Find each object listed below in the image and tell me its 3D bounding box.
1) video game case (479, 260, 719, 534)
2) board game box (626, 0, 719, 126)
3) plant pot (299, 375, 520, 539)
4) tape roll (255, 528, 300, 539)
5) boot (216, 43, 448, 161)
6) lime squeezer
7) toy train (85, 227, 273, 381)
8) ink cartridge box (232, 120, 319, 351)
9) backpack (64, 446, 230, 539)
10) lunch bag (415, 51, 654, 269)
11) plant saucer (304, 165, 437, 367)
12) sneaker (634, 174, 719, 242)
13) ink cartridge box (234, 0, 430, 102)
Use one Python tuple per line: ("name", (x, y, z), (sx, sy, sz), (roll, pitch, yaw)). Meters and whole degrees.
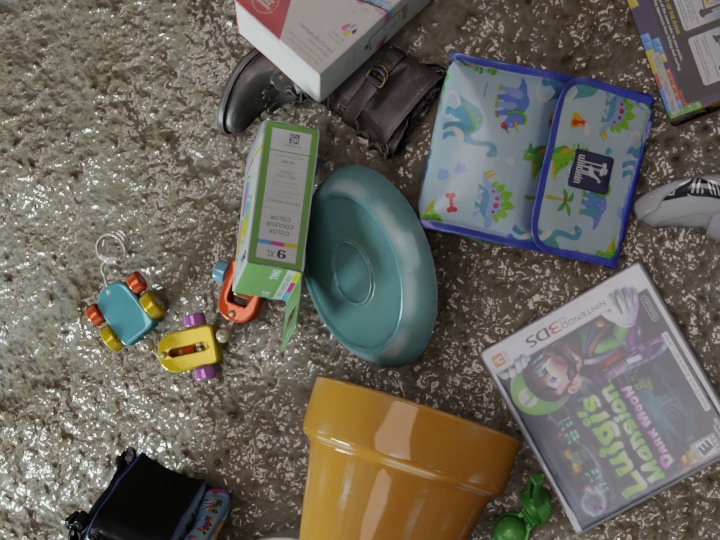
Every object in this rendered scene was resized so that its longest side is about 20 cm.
("video game case", (0.237, 0.121, 1.535), (0.182, 0.023, 0.200), (-31, 80, 15))
("board game box", (0.333, -0.256, 1.493), (0.165, 0.057, 0.200), (-19, 83, 15))
("plant pot", (0.026, 0.214, 1.492), (0.200, 0.200, 0.184), (16, 83, 17))
("tape roll", (-0.066, 0.360, 1.604), (0.202, 0.071, 0.203), (0, 90, 17))
("boot", (-0.029, -0.170, 1.601), (0.174, 0.069, 0.200), (44, 100, 14))
("lime squeezer", (0.144, 0.246, 1.534), (0.038, 0.071, 0.200), (43, 133, 10))
("toy train", (-0.180, 0.030, 1.657), (0.200, 0.056, 0.151), (14, 91, 15))
("ink cartridge box", (-0.086, -0.033, 1.564), (0.059, 0.104, 0.200), (8, 72, -10))
("backpack", (-0.229, 0.308, 1.606), (0.134, 0.183, 0.200), (22, 112, 3))
("lunch bag", (0.163, -0.102, 1.516), (0.200, 0.127, 0.170), (13, 94, 0))
("plant saucer", (0.000, 0.000, 1.549), (0.200, 0.027, 0.201), (27, 126, 46))
("sneaker", (0.353, -0.031, 1.472), (0.200, 0.075, 0.115), (-6, 85, 14))
("ink cartridge box", (-0.011, -0.274, 1.558), (0.116, 0.068, 0.200), (42, 74, 13))
